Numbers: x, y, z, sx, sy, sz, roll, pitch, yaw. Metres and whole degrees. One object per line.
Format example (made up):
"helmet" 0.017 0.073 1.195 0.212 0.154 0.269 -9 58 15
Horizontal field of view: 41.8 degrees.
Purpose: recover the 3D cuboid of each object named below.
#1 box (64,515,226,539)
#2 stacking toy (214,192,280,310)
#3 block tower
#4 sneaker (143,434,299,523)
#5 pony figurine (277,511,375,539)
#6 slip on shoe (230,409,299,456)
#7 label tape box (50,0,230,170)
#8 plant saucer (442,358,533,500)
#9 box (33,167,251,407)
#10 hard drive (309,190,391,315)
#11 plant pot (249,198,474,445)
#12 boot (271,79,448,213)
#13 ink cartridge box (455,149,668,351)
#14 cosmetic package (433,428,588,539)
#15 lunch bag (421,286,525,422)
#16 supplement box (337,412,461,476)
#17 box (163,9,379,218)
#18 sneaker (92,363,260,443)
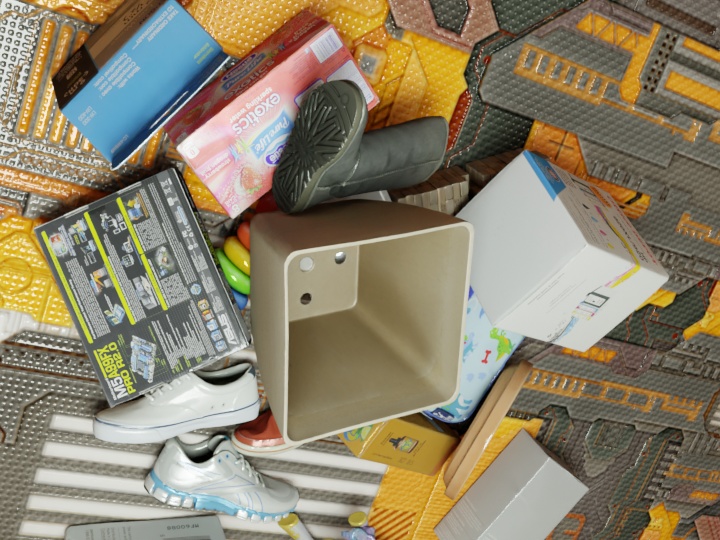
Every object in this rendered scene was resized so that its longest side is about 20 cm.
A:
"box" -0.251 0.423 1.113 0.197 0.199 0.174 1 113 -20
"stacking toy" -0.134 -0.001 1.036 0.085 0.085 0.200 38 97 -31
"block tower" 0.128 -0.093 1.126 0.197 0.054 0.059 -15 116 -15
"sneaker" -0.157 0.249 1.151 0.198 0.075 0.088 17 100 -28
"pony figurine" -0.008 0.411 1.253 0.190 0.167 0.202 -6 123 16
"slip on shoe" -0.068 0.167 1.150 0.198 0.074 0.062 -21 118 -19
"label tape box" -0.208 -0.185 0.863 0.143 0.200 0.066 -45 119 2
"plant saucer" 0.159 0.200 1.209 0.032 0.200 0.202 31 101 12
"box" -0.223 0.017 0.977 0.158 0.044 0.202 -24 93 0
"hard drive" 0.000 0.000 1.089 0.131 0.026 0.202 -25 103 0
"plant pot" -0.020 0.026 0.962 0.197 0.177 0.203 -10 118 -25
"boot" 0.020 -0.131 0.957 0.198 0.073 0.182 -11 157 -36
"ink cartridge box" 0.228 -0.017 1.098 0.199 0.148 0.145 16 129 -46
"cosmetic package" 0.213 0.338 1.333 0.200 0.090 0.107 -49 121 0
"lunch bag" 0.112 0.081 1.182 0.160 0.082 0.201 35 95 -27
"supplement box" 0.047 0.203 1.174 0.067 0.069 0.199 -52 147 6
"box" -0.094 -0.164 0.980 0.199 0.095 0.103 -39 121 -2
"sneaker" -0.212 0.147 1.091 0.198 0.073 0.072 -8 107 -29
